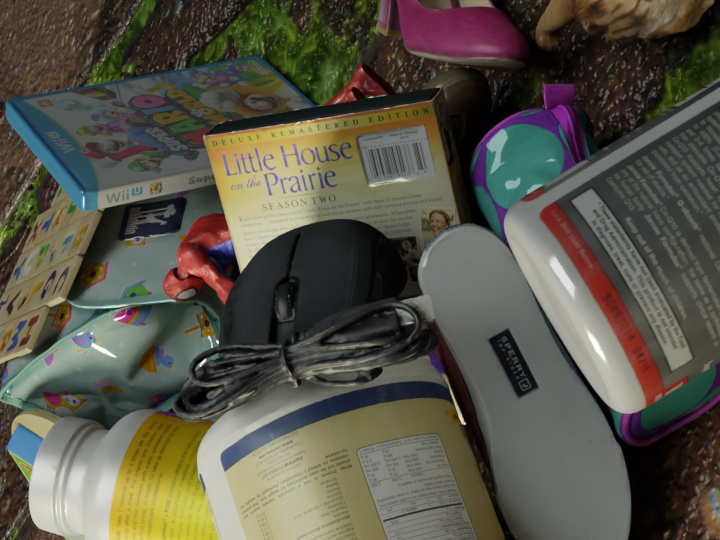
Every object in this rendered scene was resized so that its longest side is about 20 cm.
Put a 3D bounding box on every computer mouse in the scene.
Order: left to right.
[{"bbox_3d":[-0.024,0.011,0.943,0.137,0.200,0.053,-17,104,10],"label":"computer mouse"}]

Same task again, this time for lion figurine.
[{"bbox_3d":[0.110,-0.201,1.020,0.072,0.200,0.122,-45,1,-20],"label":"lion figurine"}]

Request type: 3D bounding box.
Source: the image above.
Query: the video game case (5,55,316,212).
[{"bbox_3d":[-0.127,-0.099,1.239,0.143,0.199,0.018,45,140,45],"label":"video game case"}]

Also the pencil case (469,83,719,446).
[{"bbox_3d":[0.134,-0.004,0.981,0.201,0.085,0.093,61,145,38],"label":"pencil case"}]

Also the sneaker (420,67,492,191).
[{"bbox_3d":[0.042,-0.030,1.125,0.076,0.070,0.201,48,125,31],"label":"sneaker"}]

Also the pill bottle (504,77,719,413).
[{"bbox_3d":[0.178,-0.029,0.850,0.199,0.116,0.116,-31,50,0],"label":"pill bottle"}]

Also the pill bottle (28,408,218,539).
[{"bbox_3d":[-0.098,0.144,1.095,0.198,0.104,0.105,11,88,16],"label":"pill bottle"}]

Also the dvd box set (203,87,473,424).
[{"bbox_3d":[0.000,0.000,1.059,0.145,0.029,0.201,-8,110,20],"label":"dvd box set"}]

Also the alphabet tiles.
[{"bbox_3d":[-0.222,-0.012,1.280,0.200,0.006,0.167,-18,48,63],"label":"alphabet tiles"}]

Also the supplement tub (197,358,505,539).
[{"bbox_3d":[0.007,0.160,0.931,0.144,0.144,0.201,-37,64,38],"label":"supplement tub"}]

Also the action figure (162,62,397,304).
[{"bbox_3d":[-0.040,-0.026,1.113,0.200,0.099,0.065,-38,13,27],"label":"action figure"}]

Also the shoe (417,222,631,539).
[{"bbox_3d":[0.088,0.069,0.975,0.071,0.091,0.201,-24,89,1],"label":"shoe"}]

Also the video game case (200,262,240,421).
[{"bbox_3d":[-0.077,0.106,1.225,0.200,0.023,0.183,37,110,63],"label":"video game case"}]

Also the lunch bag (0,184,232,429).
[{"bbox_3d":[-0.153,0.008,1.267,0.200,0.122,0.171,-39,29,38],"label":"lunch bag"}]

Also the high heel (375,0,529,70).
[{"bbox_3d":[0.060,-0.182,1.115,0.200,0.067,0.097,-132,51,-69],"label":"high heel"}]

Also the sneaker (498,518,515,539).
[{"bbox_3d":[0.069,0.185,1.027,0.199,0.077,0.083,-12,68,37],"label":"sneaker"}]

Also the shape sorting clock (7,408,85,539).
[{"bbox_3d":[-0.169,0.173,1.250,0.039,0.201,0.199,-46,32,-23],"label":"shape sorting clock"}]
